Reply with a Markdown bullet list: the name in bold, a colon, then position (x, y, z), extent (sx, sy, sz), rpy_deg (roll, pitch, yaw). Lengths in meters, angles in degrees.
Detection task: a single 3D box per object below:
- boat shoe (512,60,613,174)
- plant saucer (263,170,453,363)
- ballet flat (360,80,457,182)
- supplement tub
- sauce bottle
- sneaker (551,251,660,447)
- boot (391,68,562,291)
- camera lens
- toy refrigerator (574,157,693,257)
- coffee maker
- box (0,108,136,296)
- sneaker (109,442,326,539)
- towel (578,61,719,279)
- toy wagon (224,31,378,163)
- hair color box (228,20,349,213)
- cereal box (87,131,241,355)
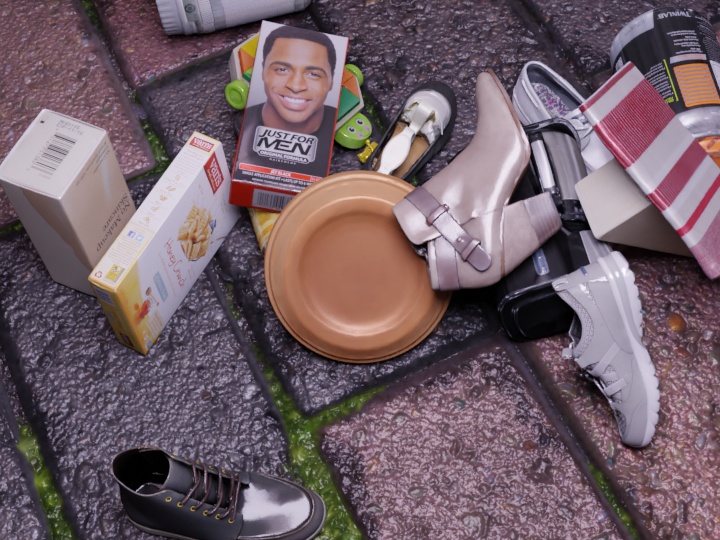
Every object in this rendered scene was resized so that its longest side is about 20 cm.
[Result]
- **boat shoe**: position (0.247, -0.163, 1.221), extent (0.072, 0.069, 0.200), rpy_deg (-24, 61, -11)
- **plant saucer**: position (0.000, 0.000, 1.088), extent (0.199, 0.037, 0.201), rpy_deg (0, 100, -2)
- **ballet flat**: position (0.062, -0.154, 1.224), extent (0.068, 0.068, 0.200), rpy_deg (31, 65, 1)
- **supplement tub**: position (0.358, -0.185, 1.198), extent (0.122, 0.123, 0.201), rpy_deg (-6, 60, -1)
- **sauce bottle**: position (-0.102, -0.092, 1.201), extent (0.066, 0.066, 0.201), rpy_deg (-17, 57, -7)
- **sneaker**: position (0.236, 0.081, 1.034), extent (0.082, 0.201, 0.075), rpy_deg (-15, 16, 6)
- **boot**: position (0.100, -0.082, 1.041), extent (0.146, 0.070, 0.201), rpy_deg (-22, 73, 3)
- **camera lens**: position (-0.162, -0.384, 1.316), extent (0.199, 0.160, 0.161), rpy_deg (-15, 60, -6)
- **toy refrigerator**: position (0.313, -0.069, 1.091), extent (0.199, 0.076, 0.070), rpy_deg (6, 58, -43)
- **coffee maker**: position (0.169, -0.032, 1.130), extent (0.192, 0.134, 0.201), rpy_deg (-30, 54, 29)
- **box**: position (-0.295, -0.063, 1.113), extent (0.077, 0.200, 0.095), rpy_deg (20, 63, 14)
- **sneaker**: position (-0.134, 0.215, 0.998), extent (0.199, 0.106, 0.075), rpy_deg (3, 60, 4)
- **towel**: position (0.292, -0.098, 1.014), extent (0.200, 0.023, 0.144), rpy_deg (51, 40, -1)
- **toy wagon**: position (-0.056, -0.204, 1.248), extent (0.200, 0.040, 0.155), rpy_deg (38, 49, 7)
- **hair color box**: position (-0.077, -0.163, 1.154), extent (0.101, 0.061, 0.201), rpy_deg (9, 66, -6)
- **cereal box**: position (-0.199, -0.027, 1.121), extent (0.039, 0.144, 0.200), rpy_deg (24, 64, 16)
